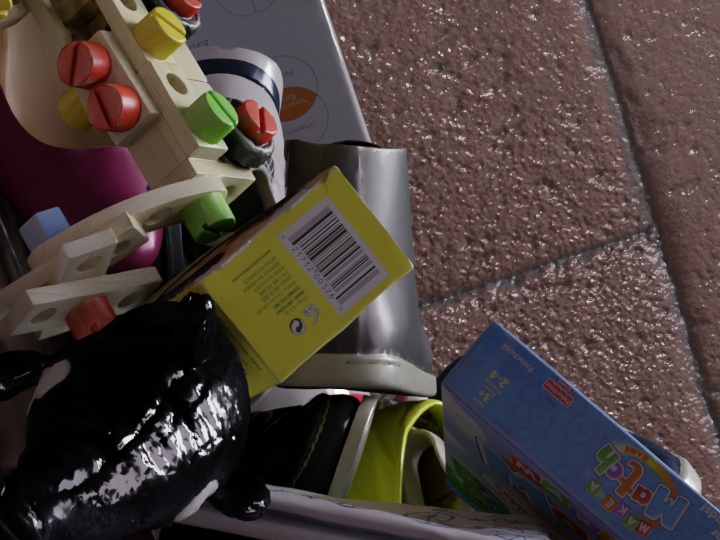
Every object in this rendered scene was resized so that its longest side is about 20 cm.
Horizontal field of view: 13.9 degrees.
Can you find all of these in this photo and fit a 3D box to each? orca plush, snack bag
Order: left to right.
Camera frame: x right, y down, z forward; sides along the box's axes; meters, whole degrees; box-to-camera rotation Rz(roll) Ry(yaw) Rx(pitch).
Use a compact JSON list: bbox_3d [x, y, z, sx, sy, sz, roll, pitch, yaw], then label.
[{"bbox_3d":[-0.078,0.033,0.954,0.105,0.071,0.200,31,17,20],"label":"orca plush"},{"bbox_3d":[-0.021,0.088,1.105,0.200,0.187,0.022,52,47,-86],"label":"snack bag"}]

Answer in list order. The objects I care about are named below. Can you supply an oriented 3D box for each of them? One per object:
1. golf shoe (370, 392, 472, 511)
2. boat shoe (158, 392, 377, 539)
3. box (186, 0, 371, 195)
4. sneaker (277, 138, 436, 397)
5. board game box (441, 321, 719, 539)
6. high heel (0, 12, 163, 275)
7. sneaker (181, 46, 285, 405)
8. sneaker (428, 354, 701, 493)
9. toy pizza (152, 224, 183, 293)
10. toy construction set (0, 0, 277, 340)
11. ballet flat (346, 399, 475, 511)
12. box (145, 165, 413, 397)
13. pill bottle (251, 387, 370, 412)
[{"bbox_3d":[0.012,0.143,1.375,0.091,0.075,0.201,38,52,-17],"label":"golf shoe"},{"bbox_3d":[-0.046,0.094,1.282,0.075,0.066,0.199,-66,-175,-22],"label":"boat shoe"},{"bbox_3d":[-0.094,-0.125,1.464,0.106,0.151,0.201,-108,180,-63],"label":"box"},{"bbox_3d":[0.000,0.000,1.290,0.200,0.074,0.107,98,-4,-87],"label":"sneaker"},{"bbox_3d":[0.097,0.101,1.136,0.151,0.037,0.200,41,-10,12],"label":"board game box"},{"bbox_3d":[-0.122,-0.093,1.199,0.200,0.067,0.096,58,-37,33],"label":"high heel"},{"bbox_3d":[-0.065,-0.002,1.328,0.081,0.076,0.201,-101,-174,-47],"label":"sneaker"},{"bbox_3d":[0.080,0.083,1.321,0.084,0.075,0.200,44,-9,-17],"label":"sneaker"},{"bbox_3d":[-0.122,-0.059,1.320,0.200,0.032,0.201,166,-90,-74],"label":"toy pizza"},{"bbox_3d":[-0.106,-0.070,1.117,0.131,0.092,0.201,4,66,-58],"label":"toy construction set"},{"bbox_3d":[0.032,0.139,1.273,0.067,0.067,0.201,34,34,-44],"label":"ballet flat"},{"bbox_3d":[-0.052,0.020,1.135,0.050,0.075,0.200,51,-24,-3],"label":"box"},{"bbox_3d":[-0.021,0.158,1.465,0.111,0.110,0.201,66,5,-75],"label":"pill bottle"}]
